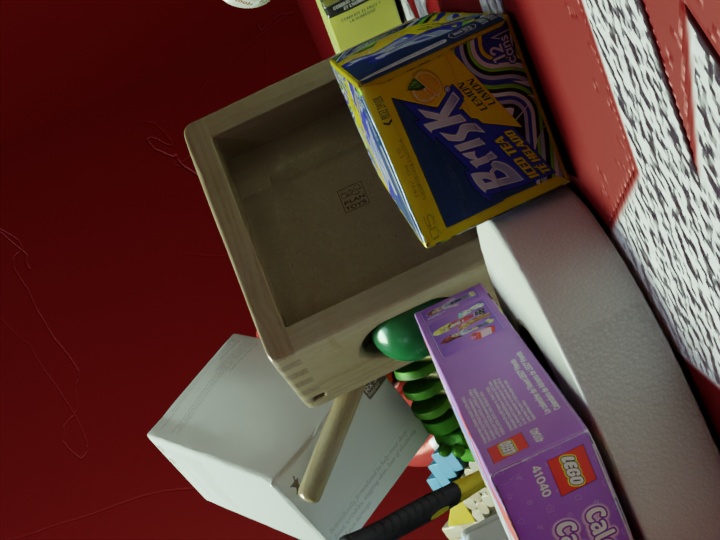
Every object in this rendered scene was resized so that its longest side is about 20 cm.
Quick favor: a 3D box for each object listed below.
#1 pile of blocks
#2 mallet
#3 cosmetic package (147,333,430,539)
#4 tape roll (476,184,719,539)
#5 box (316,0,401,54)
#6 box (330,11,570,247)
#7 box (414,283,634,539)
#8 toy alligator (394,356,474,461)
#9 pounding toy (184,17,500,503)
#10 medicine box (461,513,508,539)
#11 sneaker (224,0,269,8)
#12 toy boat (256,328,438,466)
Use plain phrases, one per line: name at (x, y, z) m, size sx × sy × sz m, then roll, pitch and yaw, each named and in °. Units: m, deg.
pile of blocks at (0.093, 0.122, 0.905) m, size 0.081 × 0.062 × 0.202 m, roll 30°, pitch 137°, yaw 20°
mallet at (0.064, 0.124, 0.743) m, size 0.041 × 0.198 × 0.067 m, roll 38°, pitch 120°, yaw 31°
cosmetic package at (-0.056, 0.118, 0.887) m, size 0.081 × 0.113 × 0.199 m, roll 52°, pitch 158°, yaw -26°
tape roll at (0.102, 0.063, 0.505) m, size 0.203 × 0.037 × 0.206 m, roll -23°, pitch -89°, yaw -90°
box at (0.012, -0.147, 0.881) m, size 0.201 × 0.049 × 0.076 m, roll 67°, pitch -179°, yaw -51°
box at (0.031, -0.071, 0.549) m, size 0.200 × 0.063 × 0.071 m, roll -112°, pitch -2°, yaw -77°
box at (0.076, 0.096, 0.505) m, size 0.200 × 0.039 × 0.139 m, roll -109°, pitch -5°, yaw -76°
toy alligator at (0.061, 0.095, 0.820) m, size 0.059 × 0.054 × 0.202 m, roll -5°, pitch 118°, yaw 43°
pounding toy at (0.000, 0.000, 0.743) m, size 0.142 × 0.182 × 0.202 m, roll 63°, pitch -177°, yaw -67°
medicine box at (0.150, 0.245, 0.807) m, size 0.200 × 0.102 × 0.184 m, roll 63°, pitch -177°, yaw -70°
sneaker at (-0.048, -0.197, 0.751) m, size 0.072 × 0.086 × 0.200 m, roll 24°, pitch -177°, yaw -18°
toy boat at (0.006, 0.093, 1.006) m, size 0.199 × 0.131 × 0.131 m, roll 36°, pitch -150°, yaw -16°
